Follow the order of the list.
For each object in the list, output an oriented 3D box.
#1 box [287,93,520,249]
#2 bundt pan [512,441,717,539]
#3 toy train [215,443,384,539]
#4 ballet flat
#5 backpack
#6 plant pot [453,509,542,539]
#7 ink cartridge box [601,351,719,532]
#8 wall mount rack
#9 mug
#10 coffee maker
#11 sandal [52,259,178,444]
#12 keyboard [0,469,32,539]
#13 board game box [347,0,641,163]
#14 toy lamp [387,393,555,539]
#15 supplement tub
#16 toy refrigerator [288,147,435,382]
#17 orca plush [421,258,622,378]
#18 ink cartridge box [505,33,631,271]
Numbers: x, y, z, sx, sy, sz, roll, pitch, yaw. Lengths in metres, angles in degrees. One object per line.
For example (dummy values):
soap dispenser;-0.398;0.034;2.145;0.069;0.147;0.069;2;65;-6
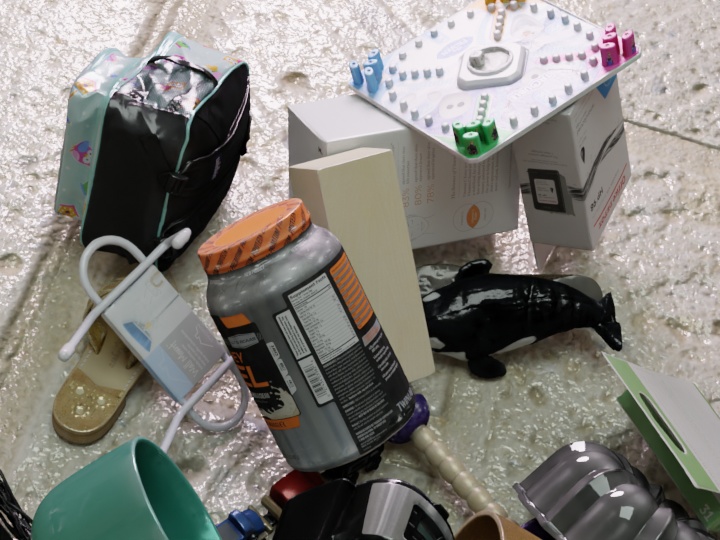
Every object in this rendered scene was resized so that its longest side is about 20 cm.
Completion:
box;0.041;-0.095;1.744;0.198;0.125;0.098;-11;29;-21
bundt pan;0.221;0.210;1.508;0.202;0.202;0.076;41;94;20
toy train;-0.055;0.188;1.562;0.199;0.046;0.034;-32;64;-32
ballet flat;0.124;0.027;1.738;0.198;0.046;0.068;-1;85;-7
backpack;-0.181;-0.118;1.696;0.152;0.177;0.200;22;35;15
plant pot;0.152;0.308;1.446;0.199;0.187;0.187;24;49;-12
ink cartridge box;0.269;0.149;1.593;0.199;0.048;0.146;16;35;-54
wall mount rack;-0.167;0.065;1.565;0.200;0.074;0.174;50;58;-11
mug;-0.171;0.224;1.424;0.114;0.185;0.153;-31;57;5
coffee maker;-0.037;0.264;1.434;0.190;0.136;0.201;-1;35;18
sandal;-0.206;0.049;1.624;0.077;0.070;0.213;19;50;3
keyboard;-0.285;0.236;1.488;0.104;0.040;0.200;-41;69;-10
board game box;0.117;-0.190;1.699;0.199;0.026;0.200;-33;40;-19
toy lamp;0.098;0.189;1.589;0.058;0.058;0.200;-29;64;-31
supplement tub;-0.047;0.051;1.536;0.122;0.122;0.201;-34;105;-33
toy refrigerator;0.000;0.000;1.638;0.075;0.070;0.202;-17;102;-24
orca plush;0.139;0.046;1.678;0.198;0.071;0.106;12;84;-6
ink cartridge box;0.198;-0.103;1.748;0.066;0.201;0.116;8;45;26
